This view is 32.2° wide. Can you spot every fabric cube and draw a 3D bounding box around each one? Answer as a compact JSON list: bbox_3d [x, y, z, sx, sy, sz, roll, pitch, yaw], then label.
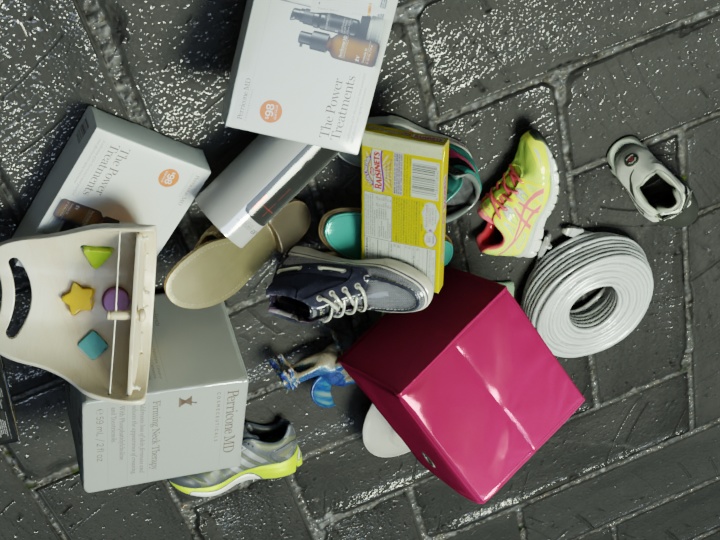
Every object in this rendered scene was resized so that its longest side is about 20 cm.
[{"bbox_3d":[0.127,0.141,1.615,0.200,0.196,0.200,-43,114,-11],"label":"fabric cube"}]

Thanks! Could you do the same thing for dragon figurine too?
[{"bbox_3d":[-0.044,0.146,1.707,0.099,0.059,0.200,-37,144,11],"label":"dragon figurine"}]

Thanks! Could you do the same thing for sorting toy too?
[{"bbox_3d":[-0.322,0.035,1.396,0.178,0.107,0.202,4,100,-8],"label":"sorting toy"}]

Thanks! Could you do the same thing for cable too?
[{"bbox_3d":[0.324,0.035,1.770,0.198,0.069,0.201,1,128,-25],"label":"cable"}]

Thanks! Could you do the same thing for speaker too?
[{"bbox_3d":[-0.095,-0.121,1.425,0.200,0.081,0.081,-44,133,3],"label":"speaker"}]

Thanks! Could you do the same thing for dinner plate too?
[{"bbox_3d":[0.089,0.197,1.801,0.199,0.024,0.201,-26,141,-24],"label":"dinner plate"}]

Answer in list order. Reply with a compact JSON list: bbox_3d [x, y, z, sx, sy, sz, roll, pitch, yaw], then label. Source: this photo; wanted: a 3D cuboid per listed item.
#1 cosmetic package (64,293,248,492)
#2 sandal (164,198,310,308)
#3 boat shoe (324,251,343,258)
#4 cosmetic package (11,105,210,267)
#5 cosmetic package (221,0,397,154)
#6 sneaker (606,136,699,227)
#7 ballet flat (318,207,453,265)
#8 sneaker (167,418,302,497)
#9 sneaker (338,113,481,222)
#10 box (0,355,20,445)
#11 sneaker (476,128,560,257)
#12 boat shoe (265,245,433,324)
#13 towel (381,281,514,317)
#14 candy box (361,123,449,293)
[{"bbox_3d":[-0.256,0.144,1.538,0.198,0.167,0.168,-7,134,-18],"label":"cosmetic package"},{"bbox_3d":[-0.160,-0.026,1.512,0.211,0.069,0.078,-34,123,-24],"label":"sandal"},{"bbox_3d":[0.000,0.000,1.599,0.198,0.072,0.065,-7,133,-11],"label":"boat shoe"},{"bbox_3d":[-0.286,-0.073,1.424,0.150,0.052,0.201,18,120,-37],"label":"cosmetic package"},{"bbox_3d":[-0.052,-0.238,1.317,0.149,0.052,0.202,11,106,-14],"label":"cosmetic package"},{"bbox_3d":[0.408,-0.096,1.684,0.074,0.089,0.199,-45,133,15],"label":"sneaker"},{"bbox_3d":[0.024,-0.047,1.566,0.198,0.072,0.068,8,110,-29],"label":"ballet flat"},{"bbox_3d":[-0.178,0.254,1.748,0.198,0.074,0.082,-13,124,-21],"label":"sneaker"},{"bbox_3d":[0.067,-0.113,1.493,0.198,0.121,0.084,10,125,-30],"label":"sneaker"},{"bbox_3d":[-0.528,0.149,1.508,0.196,0.050,0.201,-12,132,-13],"label":"box"},{"bbox_3d":[0.197,-0.090,1.602,0.089,0.078,0.201,-7,131,-15],"label":"sneaker"},{"bbox_3d":[-0.018,0.033,1.488,0.198,0.093,0.075,9,130,20],"label":"boat shoe"},{"bbox_3d":[0.118,0.093,1.725,0.198,0.023,0.154,-1,104,-22],"label":"towel"},{"bbox_3d":[0.051,-0.070,1.461,0.101,0.026,0.202,14,126,19],"label":"candy box"}]
